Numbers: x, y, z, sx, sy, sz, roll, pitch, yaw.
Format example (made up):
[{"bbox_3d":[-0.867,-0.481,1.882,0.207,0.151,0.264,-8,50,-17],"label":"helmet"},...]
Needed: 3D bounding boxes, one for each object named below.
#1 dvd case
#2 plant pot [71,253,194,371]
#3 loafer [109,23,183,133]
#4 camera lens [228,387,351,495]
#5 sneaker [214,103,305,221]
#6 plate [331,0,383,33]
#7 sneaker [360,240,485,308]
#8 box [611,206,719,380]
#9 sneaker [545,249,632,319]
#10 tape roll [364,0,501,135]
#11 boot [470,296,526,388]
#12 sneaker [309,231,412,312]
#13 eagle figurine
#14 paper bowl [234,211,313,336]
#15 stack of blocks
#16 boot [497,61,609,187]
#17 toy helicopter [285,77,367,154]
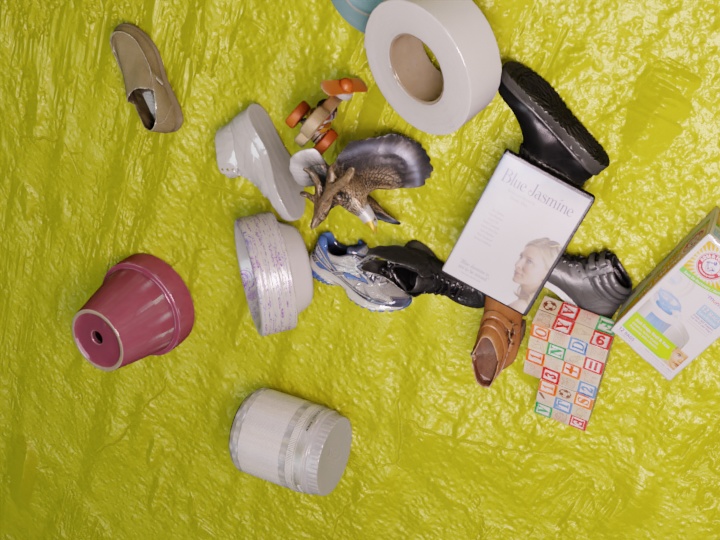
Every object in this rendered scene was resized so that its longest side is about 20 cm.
[{"bbox_3d":[0.220,-0.050,1.239,0.141,0.018,0.202,27,113,1],"label":"dvd case"},{"bbox_3d":[-0.448,0.094,1.697,0.196,0.179,0.204,13,120,23],"label":"plant pot"},{"bbox_3d":[-0.375,-0.329,1.520,0.075,0.067,0.202,-23,101,35],"label":"loafer"},{"bbox_3d":[-0.133,0.316,1.635,0.196,0.160,0.163,13,119,23],"label":"camera lens"},{"bbox_3d":[-0.174,-0.165,1.489,0.114,0.073,0.203,-22,92,37],"label":"sneaker"},{"bbox_3d":[0.024,-0.438,1.269,0.197,0.026,0.204,13,118,25],"label":"plate"},{"bbox_3d":[0.105,0.015,1.391,0.198,0.104,0.061,33,125,11],"label":"sneaker"},{"bbox_3d":[0.455,0.032,1.203,0.112,0.101,0.201,40,126,5],"label":"box"},{"bbox_3d":[0.312,-0.012,1.287,0.199,0.071,0.099,41,124,-1],"label":"sneaker"},{"bbox_3d":[0.097,-0.294,1.220,0.201,0.071,0.204,38,151,26],"label":"tape roll"},{"bbox_3d":[0.207,0.062,1.324,0.072,0.155,0.204,1,113,29],"label":"boot"},{"bbox_3d":[0.000,0.000,1.464,0.197,0.077,0.087,26,119,16],"label":"sneaker"},{"bbox_3d":[-0.001,-0.123,1.342,0.149,0.199,0.154,3,108,38],"label":"eagle figurine"},{"bbox_3d":[-0.144,0.002,1.491,0.200,0.102,0.205,167,90,-75],"label":"paper bowl"},{"bbox_3d":[0.309,0.144,1.329,0.113,0.059,0.202,19,139,20],"label":"stack of blocks"},{"bbox_3d":[0.230,-0.170,1.247,0.212,0.079,0.158,49,126,0],"label":"boot"},{"bbox_3d":[-0.052,-0.235,1.309,0.079,0.200,0.132,43,104,-8],"label":"toy helicopter"}]
